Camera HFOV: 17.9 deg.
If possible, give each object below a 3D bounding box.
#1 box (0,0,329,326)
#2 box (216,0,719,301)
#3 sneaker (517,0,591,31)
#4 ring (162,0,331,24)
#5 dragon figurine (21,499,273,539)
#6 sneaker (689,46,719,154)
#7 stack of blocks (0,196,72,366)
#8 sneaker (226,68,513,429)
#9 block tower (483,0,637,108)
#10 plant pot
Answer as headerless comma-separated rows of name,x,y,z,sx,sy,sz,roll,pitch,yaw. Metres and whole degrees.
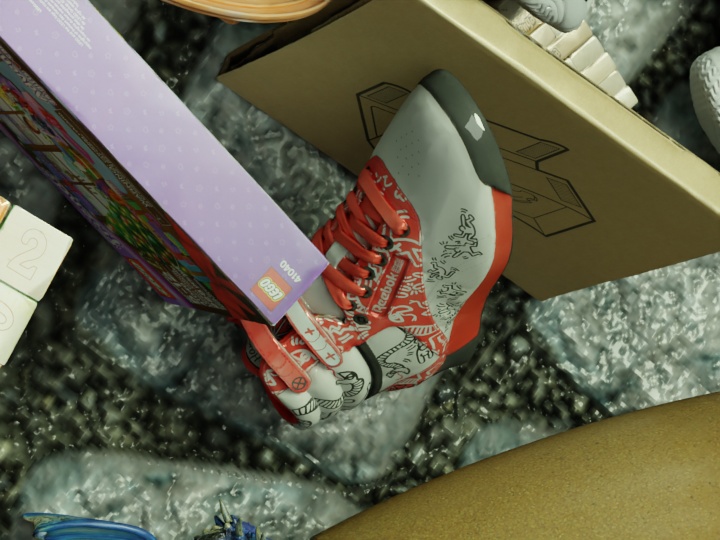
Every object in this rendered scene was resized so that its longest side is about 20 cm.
box,-0.113,-0.062,0.948,0.039,0.137,0.200,-47,109,-13
box,0.054,-0.056,1.011,0.200,0.163,0.021,33,65,-22
sneaker,0.077,-0.172,0.936,0.075,0.200,0.114,38,96,21
ring,-0.094,-0.167,0.944,0.200,0.201,0.019,21,125,-24
dragon figurine,-0.121,0.135,0.996,0.199,0.059,0.100,17,85,-17
sneaker,0.250,-0.053,1.130,0.114,0.076,0.200,-37,114,6
stack of blocks,-0.203,0.058,0.927,0.058,0.115,0.200,31,81,-22
sneaker,0.000,0.001,0.985,0.108,0.202,0.067,-23,63,-16
block tower,0.051,-0.134,1.064,0.054,0.058,0.200,-41,109,-17
plant pot,0.080,0.158,1.039,0.199,0.186,0.187,-6,95,-10
